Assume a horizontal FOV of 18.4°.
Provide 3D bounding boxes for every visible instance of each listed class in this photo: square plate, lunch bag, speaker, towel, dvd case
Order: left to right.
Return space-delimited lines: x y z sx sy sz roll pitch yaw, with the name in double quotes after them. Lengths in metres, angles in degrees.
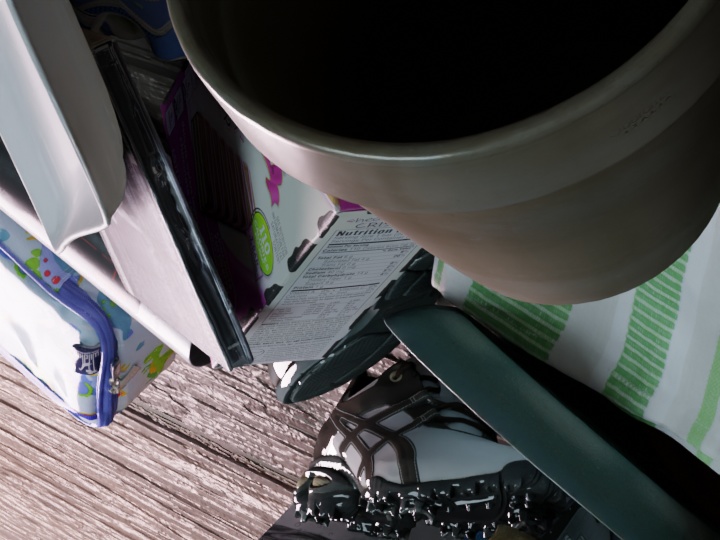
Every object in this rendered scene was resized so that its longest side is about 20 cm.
-0.148 -0.107 0.943 0.199 0.028 0.200 67 166 -3 "square plate"
-0.196 -0.007 1.305 0.200 0.082 0.161 41 155 12 "lunch bag"
-0.134 -0.038 1.176 0.200 0.081 0.081 38 152 16 "speaker"
-0.107 -0.042 1.000 0.149 0.016 0.200 67 166 -16 "dvd case"
0.107 -0.006 0.886 0.200 0.023 0.153 35 135 35 "towel"

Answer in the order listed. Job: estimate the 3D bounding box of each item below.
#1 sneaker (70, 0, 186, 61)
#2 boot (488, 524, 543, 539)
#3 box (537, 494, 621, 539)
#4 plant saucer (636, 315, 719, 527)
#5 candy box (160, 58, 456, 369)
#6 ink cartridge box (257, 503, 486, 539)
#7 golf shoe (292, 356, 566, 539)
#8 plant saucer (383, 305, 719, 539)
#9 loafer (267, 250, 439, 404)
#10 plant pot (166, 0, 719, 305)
-0.120 -0.139 0.985 0.200 0.075 0.078 23 120 60 "sneaker"
0.125 0.164 1.037 0.200 0.074 0.075 32 -177 -45 "boot"
0.083 0.212 1.071 0.137 0.200 0.040 54 154 -14 "box"
0.179 0.069 0.924 0.200 0.035 0.201 34 150 23 "plant saucer"
-0.026 -0.053 0.955 0.200 0.061 0.137 131 130 -62 "candy box"
-0.008 0.185 1.165 0.115 0.200 0.067 24 145 36 "ink cartridge box"
0.033 0.081 1.080 0.077 0.095 0.200 22 165 -29 "golf shoe"
0.094 0.077 0.982 0.200 0.027 0.200 40 -178 -2 "plant saucer"
0.000 0.000 1.068 0.063 0.072 0.200 62 149 14 "loafer"
0.056 -0.079 0.764 0.199 0.200 0.174 27 163 33 "plant pot"
